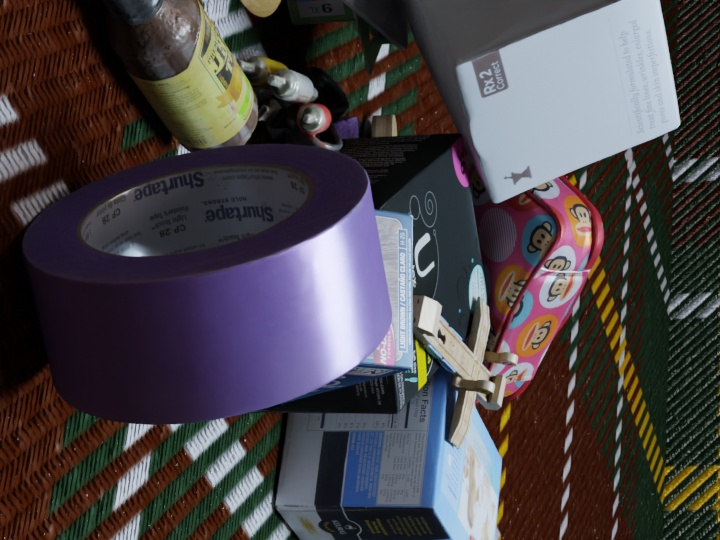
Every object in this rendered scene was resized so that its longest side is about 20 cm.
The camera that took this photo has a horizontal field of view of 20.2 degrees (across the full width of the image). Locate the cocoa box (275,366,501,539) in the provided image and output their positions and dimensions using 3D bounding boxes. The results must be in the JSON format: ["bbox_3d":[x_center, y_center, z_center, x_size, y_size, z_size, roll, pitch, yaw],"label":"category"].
[{"bbox_3d":[0.029,0.170,1.619,0.200,0.130,0.135,61,32,-56],"label":"cocoa box"}]

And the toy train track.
[{"bbox_3d":[0.081,0.064,1.505,0.200,0.032,0.116,45,54,-60],"label":"toy train track"}]

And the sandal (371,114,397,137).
[{"bbox_3d":[0.045,-0.057,1.777,0.078,0.069,0.213,81,7,-49],"label":"sandal"}]

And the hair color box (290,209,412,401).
[{"bbox_3d":[-0.041,0.028,1.315,0.060,0.199,0.101,7,76,-30],"label":"hair color box"}]

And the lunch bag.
[{"bbox_3d":[0.094,-0.008,1.658,0.081,0.176,0.201,-4,130,-44],"label":"lunch bag"}]

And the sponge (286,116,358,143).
[{"bbox_3d":[-0.022,-0.022,1.665,0.112,0.029,0.202,-34,120,-70],"label":"sponge"}]

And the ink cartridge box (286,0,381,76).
[{"bbox_3d":[-0.028,-0.267,1.635,0.104,0.059,0.201,-73,155,-49],"label":"ink cartridge box"}]

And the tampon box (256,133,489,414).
[{"bbox_3d":[0.000,0.000,1.515,0.200,0.125,0.151,-43,128,-58],"label":"tampon box"}]

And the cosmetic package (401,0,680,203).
[{"bbox_3d":[0.129,-0.197,1.565,0.165,0.164,0.201,67,0,-51],"label":"cosmetic package"}]

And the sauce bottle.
[{"bbox_3d":[-0.122,-0.143,1.281,0.200,0.064,0.065,57,33,-61],"label":"sauce bottle"}]

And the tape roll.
[{"bbox_3d":[-0.085,0.003,1.139,0.200,0.198,0.086,-60,145,-62],"label":"tape roll"}]

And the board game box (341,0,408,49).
[{"bbox_3d":[0.000,-0.292,1.585,0.200,0.026,0.202,23,67,-72],"label":"board game box"}]

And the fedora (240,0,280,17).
[{"bbox_3d":[-0.102,-0.262,1.340,0.200,0.081,0.203,-8,90,-77],"label":"fedora"}]

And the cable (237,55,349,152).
[{"bbox_3d":[-0.030,-0.130,1.569,0.050,0.097,0.200,-51,170,19],"label":"cable"}]
